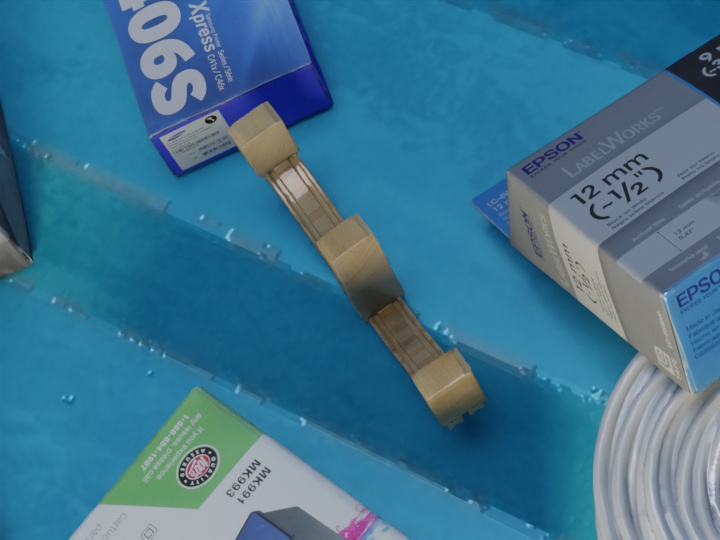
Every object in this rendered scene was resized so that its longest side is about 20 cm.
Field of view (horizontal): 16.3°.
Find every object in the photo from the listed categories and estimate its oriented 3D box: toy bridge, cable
[{"bbox_3d":[0.000,0.000,1.217,0.027,0.067,0.200,-35,57,-3],"label":"toy bridge"},{"bbox_3d":[0.202,0.099,1.100,0.199,0.069,0.201,-23,58,6],"label":"cable"}]

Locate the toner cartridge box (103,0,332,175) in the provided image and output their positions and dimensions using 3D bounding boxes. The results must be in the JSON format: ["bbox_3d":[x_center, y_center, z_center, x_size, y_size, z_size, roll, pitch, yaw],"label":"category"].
[{"bbox_3d":[-0.091,-0.156,1.343,0.094,0.043,0.201,-24,58,3],"label":"toner cartridge box"}]

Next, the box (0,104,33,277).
[{"bbox_3d":[-0.237,-0.111,1.299,0.048,0.159,0.201,-21,58,8],"label":"box"}]

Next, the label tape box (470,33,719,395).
[{"bbox_3d":[0.147,-0.047,1.155,0.143,0.066,0.200,-32,39,-11],"label":"label tape box"}]

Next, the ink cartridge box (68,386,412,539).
[{"bbox_3d":[-0.038,0.170,1.128,0.199,0.088,0.146,35,77,28],"label":"ink cartridge box"}]
